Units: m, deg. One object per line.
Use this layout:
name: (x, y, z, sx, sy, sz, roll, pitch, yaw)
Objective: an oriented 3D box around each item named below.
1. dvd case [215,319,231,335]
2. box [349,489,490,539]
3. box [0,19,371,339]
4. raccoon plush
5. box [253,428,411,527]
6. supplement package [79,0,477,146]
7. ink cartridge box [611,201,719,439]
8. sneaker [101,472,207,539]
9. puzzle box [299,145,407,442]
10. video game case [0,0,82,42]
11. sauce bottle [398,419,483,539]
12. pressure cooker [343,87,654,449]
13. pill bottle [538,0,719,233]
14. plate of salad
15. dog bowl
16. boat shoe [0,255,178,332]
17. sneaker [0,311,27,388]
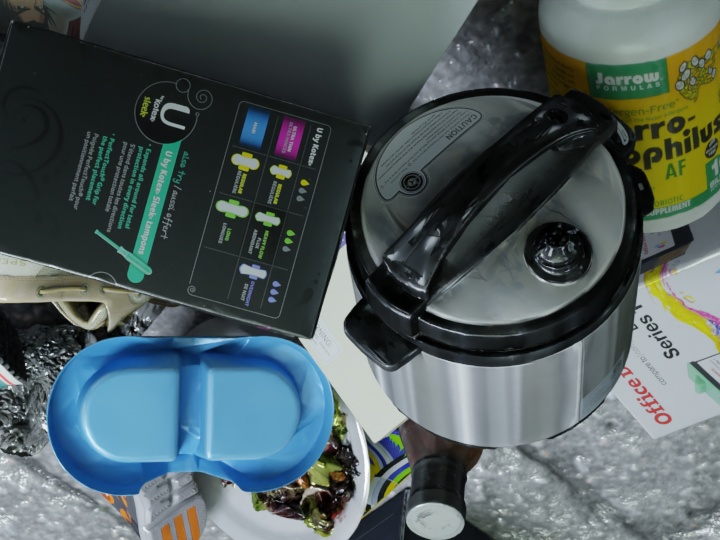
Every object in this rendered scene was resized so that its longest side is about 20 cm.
dvd case: (-0.060, 0.101, 1.338, 0.148, 0.016, 0.200, 20, 133, -10)
box: (0.012, 0.328, 1.416, 0.124, 0.197, 0.200, 33, 128, -24)
box: (-0.109, -0.046, 0.946, 0.199, 0.149, 0.125, 15, 89, -6)
raccoon plush: (-0.259, 0.046, 1.293, 0.134, 0.097, 0.200, 41, 95, -11)
box: (-0.009, 0.145, 1.313, 0.064, 0.070, 0.200, 29, 130, -18)
supplement package: (-0.044, -0.187, 0.980, 0.199, 0.111, 0.156, 17, 130, -21)
ink cartridge box: (0.253, 0.018, 1.175, 0.199, 0.084, 0.145, -26, 125, 28)
sneaker: (-0.181, 0.124, 1.281, 0.112, 0.077, 0.201, 32, 135, 38)
puzzle box: (0.000, 0.000, 1.148, 0.133, 0.025, 0.200, -41, 80, 31)
video game case: (-0.190, -0.215, 1.054, 0.199, 0.026, 0.181, 12, 133, -4)
sauce bottle: (0.059, 0.098, 1.195, 0.066, 0.201, 0.066, 4, 132, 5)
pressure cooker: (0.080, -0.008, 0.984, 0.178, 0.177, 0.200, 0, 152, 6)
pill bottle: (0.168, -0.131, 1.028, 0.112, 0.113, 0.201, -4, 132, 11)
plate of salad: (-0.080, 0.131, 1.273, 0.199, 0.048, 0.201, 13, 113, 33)
dog bowl: (-0.120, 0.096, 1.181, 0.199, 0.050, 0.112, 0, 99, -13)
boat shoe: (-0.185, 0.010, 1.156, 0.072, 0.065, 0.200, 1, 171, 27)
sneaker: (-0.321, 0.035, 1.178, 0.093, 0.071, 0.200, -27, 137, 9)
